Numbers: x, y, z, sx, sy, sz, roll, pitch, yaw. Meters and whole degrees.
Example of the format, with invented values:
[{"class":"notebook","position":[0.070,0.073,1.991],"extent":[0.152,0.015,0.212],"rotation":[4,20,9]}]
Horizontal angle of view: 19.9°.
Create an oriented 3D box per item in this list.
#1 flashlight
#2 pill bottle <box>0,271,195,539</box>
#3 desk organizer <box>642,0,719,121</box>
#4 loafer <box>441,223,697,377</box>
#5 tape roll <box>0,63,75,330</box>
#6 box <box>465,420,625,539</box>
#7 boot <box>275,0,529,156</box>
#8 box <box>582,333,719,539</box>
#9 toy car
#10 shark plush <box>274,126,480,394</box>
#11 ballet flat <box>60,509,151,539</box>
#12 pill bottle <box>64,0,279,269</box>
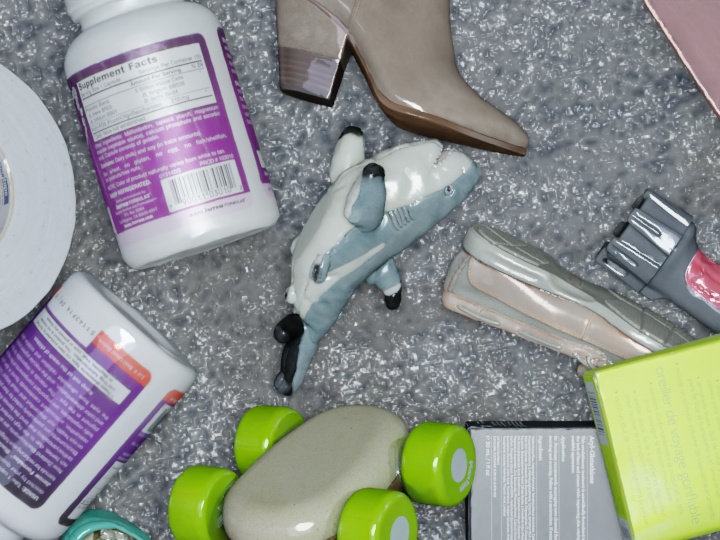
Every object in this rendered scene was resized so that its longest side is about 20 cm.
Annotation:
[{"class":"flashlight","position":[0.263,0.020,1.398],"extent":[0.199,0.068,0.068],"rotation":[37,64,2]},{"class":"pill bottle","position":[-0.214,0.109,1.378],"extent":[0.111,0.111,0.200],"rotation":[41,90,1]},{"class":"desk organizer","position":[0.269,-0.125,1.396],"extent":[0.077,0.072,0.201],"rotation":[-33,89,3]},{"class":"loafer","position":[0.149,0.040,1.404],"extent":[0.199,0.072,0.063],"rotation":[30,107,7]},{"class":"tape roll","position":[-0.289,-0.048,1.351],"extent":[0.199,0.066,0.202],"rotation":[8,76,-36]},{"class":"box","position":[0.140,0.204,1.390],"extent":[0.140,0.079,0.202],"rotation":[0,89,3]},{"class":"boot","position":[0.036,-0.172,1.403],"extent":[0.198,0.070,0.147],"rotation":[16,83,-5]},{"class":"box","position":[0.256,0.099,1.335],"extent":[0.198,0.048,0.123],"rotation":[-14,90,-4]},{"class":"toy car","position":[-0.009,0.205,1.365],"extent":[0.163,0.158,0.201],"rotation":[3,119,33]},{"class":"shark plush","position":[0.000,0.000,1.379],"extent":[0.083,0.091,0.201],"rotation":[25,93,-20]},{"class":"ballet flat","position":[-0.127,0.238,1.396],"extent":[0.200,0.070,0.067],"rotation":[39,90,1]},{"class":"pill bottle","position":[-0.134,-0.111,1.379],"extent":[0.111,0.112,0.202],"rotation":[-17,89,0]}]
